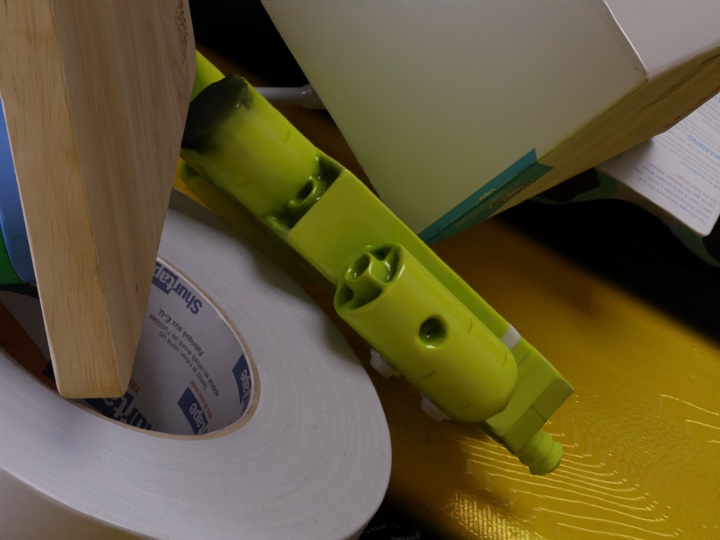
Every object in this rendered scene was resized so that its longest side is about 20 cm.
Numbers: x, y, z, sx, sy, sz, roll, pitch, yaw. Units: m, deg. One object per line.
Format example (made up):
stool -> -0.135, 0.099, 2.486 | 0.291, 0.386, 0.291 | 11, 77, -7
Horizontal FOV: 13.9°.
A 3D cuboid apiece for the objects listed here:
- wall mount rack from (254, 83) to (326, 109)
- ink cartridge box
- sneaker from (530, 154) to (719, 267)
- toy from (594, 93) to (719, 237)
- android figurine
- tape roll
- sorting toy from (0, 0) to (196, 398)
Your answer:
wall mount rack -> -0.096, -0.124, 1.170 | 0.174, 0.075, 0.200 | 41, 15, -47
ink cartridge box -> 0.083, -0.114, 1.104 | 0.200, 0.129, 0.125 | -26, 82, -50
sneaker -> 0.129, -0.079, 1.335 | 0.200, 0.078, 0.140 | 20, 30, -27
toy -> 0.126, -0.108, 1.249 | 0.115, 0.047, 0.200 | 33, 58, -5
android figurine -> 0.000, 0.000, 1.026 | 0.200, 0.041, 0.182 | 45, -4, -31
tape roll -> -0.092, 0.038, 0.902 | 0.200, 0.066, 0.200 | 26, 26, -14
sorting toy -> -0.103, -0.098, 0.844 | 0.070, 0.200, 0.199 | -3, 32, 6
